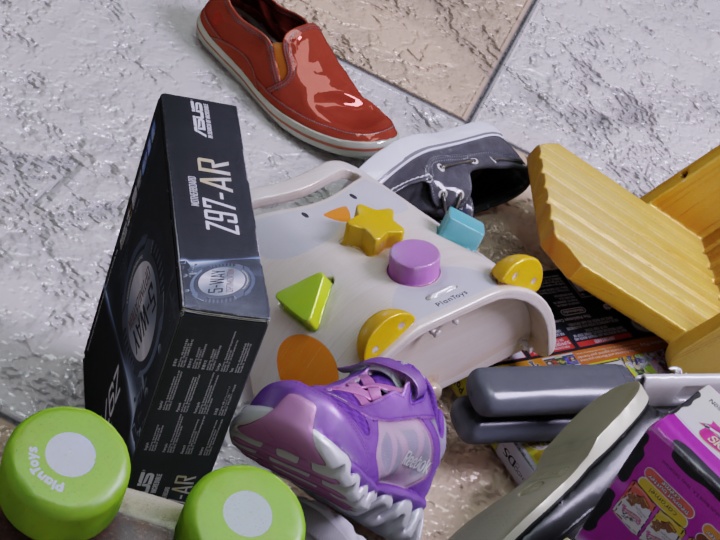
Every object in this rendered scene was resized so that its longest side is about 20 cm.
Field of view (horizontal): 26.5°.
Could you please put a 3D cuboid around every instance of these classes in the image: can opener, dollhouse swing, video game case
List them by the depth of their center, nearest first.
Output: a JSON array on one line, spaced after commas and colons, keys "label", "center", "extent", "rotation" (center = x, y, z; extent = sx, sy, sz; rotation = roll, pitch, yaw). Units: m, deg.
[{"label": "can opener", "center": [0.152, 0.089, 0.948], "extent": [0.198, 0.053, 0.067], "rotation": [5, 43, -24]}, {"label": "video game case", "center": [0.150, 0.073, 1.031], "extent": [0.198, 0.026, 0.181], "rotation": [-8, 48, -35]}, {"label": "dollhouse swing", "center": [0.242, -0.044, 1.078], "extent": [0.176, 0.181, 0.201], "rotation": [46, 23, -23]}]

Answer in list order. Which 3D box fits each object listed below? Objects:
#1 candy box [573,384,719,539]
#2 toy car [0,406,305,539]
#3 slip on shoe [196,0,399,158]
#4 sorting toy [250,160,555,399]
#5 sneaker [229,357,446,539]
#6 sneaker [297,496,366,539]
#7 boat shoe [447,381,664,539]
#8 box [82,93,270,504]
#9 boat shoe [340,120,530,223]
[{"label": "candy box", "center": [0.167, 0.177, 0.775], "extent": [0.061, 0.201, 0.136], "rotation": [-23, 59, -43]}, {"label": "toy car", "center": [-0.121, 0.193, 0.649], "extent": [0.156, 0.165, 0.201], "rotation": [19, 48, -6]}, {"label": "slip on shoe", "center": [-0.047, -0.154, 1.161], "extent": [0.200, 0.062, 0.074], "rotation": [44, 40, 21]}, {"label": "sorting toy", "center": [0.000, 0.000, 0.952], "extent": [0.199, 0.108, 0.180], "rotation": [-23, 51, -31]}, {"label": "sneaker", "center": [-0.001, 0.082, 0.805], "extent": [0.080, 0.200, 0.089], "rotation": [26, 81, 23]}, {"label": "sneaker", "center": [-0.023, 0.196, 0.754], "extent": [0.081, 0.075, 0.201], "rotation": [0, 45, -31]}, {"label": "boat shoe", "center": [0.106, 0.146, 0.863], "extent": [0.201, 0.074, 0.063], "rotation": [-37, 98, -26]}, {"label": "box", "center": [-0.102, 0.037, 0.797], "extent": [0.043, 0.201, 0.161], "rotation": [8, 42, -19]}, {"label": "boat shoe", "center": [0.058, -0.054, 1.101], "extent": [0.066, 0.070, 0.199], "rotation": [40, 33, 21]}]
